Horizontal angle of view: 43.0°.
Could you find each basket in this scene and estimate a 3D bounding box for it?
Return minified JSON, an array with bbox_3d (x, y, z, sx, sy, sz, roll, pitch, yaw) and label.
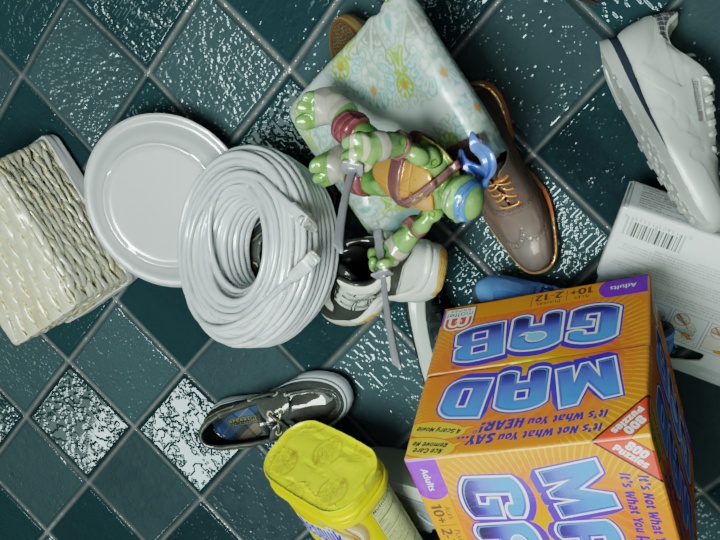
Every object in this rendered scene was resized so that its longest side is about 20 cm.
[{"bbox_3d":[-0.379,-0.032,1.070,0.134,0.123,0.202,-28,97,26],"label":"basket"}]

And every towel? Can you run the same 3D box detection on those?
[{"bbox_3d":[0.029,-0.137,0.873,0.173,0.048,0.199,55,138,-1],"label":"towel"}]

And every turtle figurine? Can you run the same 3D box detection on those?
[{"bbox_3d":[-0.001,-0.065,0.785,0.193,0.143,0.202,39,96,43],"label":"turtle figurine"}]

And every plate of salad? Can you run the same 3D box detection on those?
[{"bbox_3d":[-0.216,-0.079,1.032,0.195,0.048,0.205,3,112,8],"label":"plate of salad"}]

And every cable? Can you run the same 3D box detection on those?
[{"bbox_3d":[-0.108,-0.025,0.924,0.201,0.068,0.202,-52,55,30],"label":"cable"}]

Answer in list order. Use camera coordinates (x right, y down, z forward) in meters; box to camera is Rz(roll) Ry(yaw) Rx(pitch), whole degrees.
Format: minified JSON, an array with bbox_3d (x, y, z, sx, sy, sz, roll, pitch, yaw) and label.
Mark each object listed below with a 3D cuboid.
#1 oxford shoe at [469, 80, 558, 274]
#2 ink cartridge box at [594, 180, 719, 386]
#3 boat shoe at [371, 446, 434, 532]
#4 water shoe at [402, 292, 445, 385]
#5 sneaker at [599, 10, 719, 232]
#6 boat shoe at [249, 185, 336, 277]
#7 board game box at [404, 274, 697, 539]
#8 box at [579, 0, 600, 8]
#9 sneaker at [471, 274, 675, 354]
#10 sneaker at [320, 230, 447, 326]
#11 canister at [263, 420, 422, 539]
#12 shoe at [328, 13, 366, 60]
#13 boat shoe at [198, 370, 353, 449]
[{"bbox_3d":[0.135,-0.083,0.895,0.070,0.073,0.203,-23,99,24],"label":"oxford shoe"},{"bbox_3d":[0.325,0.023,0.881,0.196,0.044,0.176,21,138,12],"label":"ink cartridge box"},{"bbox_3d":[0.082,0.266,1.032,0.197,0.070,0.073,21,112,11],"label":"boat shoe"},{"bbox_3d":[0.097,0.082,0.978,0.077,0.072,0.204,-15,107,1],"label":"water shoe"},{"bbox_3d":[0.282,-0.132,0.803,0.079,0.076,0.204,-23,78,9],"label":"sneaker"},{"bbox_3d":[-0.099,-0.022,0.998,0.068,0.057,0.200,31,117,-24],"label":"boat shoe"},{"bbox_3d":[0.178,0.158,0.810,0.196,0.201,0.203,-11,120,24],"label":"board game box"},{"bbox_3d":[0.161,-0.358,0.777,0.189,0.048,0.203,21,114,-9],"label":"box"},{"bbox_3d":[0.207,0.038,0.887,0.196,0.066,0.079,23,137,7],"label":"sneaker"},{"bbox_3d":[0.000,0.000,0.931,0.086,0.077,0.199,19,154,-29],"label":"sneaker"},{"bbox_3d":[-0.005,0.275,1.004,0.147,0.087,0.202,16,143,46],"label":"canister"},{"bbox_3d":[0.038,-0.171,0.919,0.202,0.053,0.070,56,139,0],"label":"shoe"},{"bbox_3d":[-0.101,0.172,1.066,0.196,0.057,0.070,-17,101,24],"label":"boat shoe"}]
